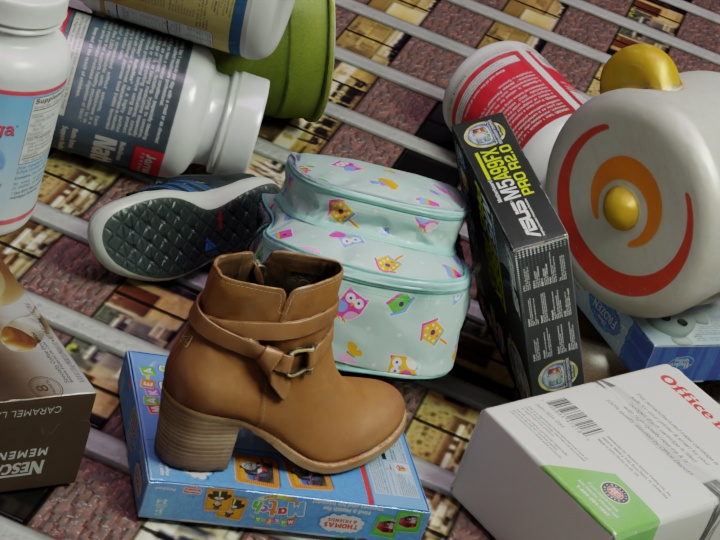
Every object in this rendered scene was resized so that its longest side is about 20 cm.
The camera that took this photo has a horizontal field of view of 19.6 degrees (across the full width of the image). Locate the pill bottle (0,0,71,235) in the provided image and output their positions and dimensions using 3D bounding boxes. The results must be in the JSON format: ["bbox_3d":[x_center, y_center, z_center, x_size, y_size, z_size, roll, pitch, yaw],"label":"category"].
[{"bbox_3d":[-0.283,-0.134,1.589,0.109,0.200,0.109,14,30,-8],"label":"pill bottle"}]

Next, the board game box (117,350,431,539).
[{"bbox_3d":[-0.063,0.123,1.454,0.200,0.037,0.151,9,31,-18],"label":"board game box"}]

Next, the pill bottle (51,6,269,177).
[{"bbox_3d":[-0.184,-0.143,1.744,0.200,0.120,0.120,15,30,-7],"label":"pill bottle"}]

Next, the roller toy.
[{"bbox_3d":[0.243,-0.061,1.637,0.140,0.200,0.182,-16,49,-41],"label":"roller toy"}]

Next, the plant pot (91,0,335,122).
[{"bbox_3d":[-0.139,-0.228,1.865,0.193,0.201,0.200,-4,35,-15],"label":"plant pot"}]

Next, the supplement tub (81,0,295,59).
[{"bbox_3d":[-0.150,-0.267,1.715,0.200,0.145,0.145,18,30,3],"label":"supplement tub"}]

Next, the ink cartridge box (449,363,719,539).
[{"bbox_3d":[0.190,0.154,1.500,0.200,0.084,0.145,-10,41,-40],"label":"ink cartridge box"}]

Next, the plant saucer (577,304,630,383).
[{"bbox_3d":[0.198,0.035,1.759,0.200,0.032,0.200,13,30,-8],"label":"plant saucer"}]

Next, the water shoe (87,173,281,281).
[{"bbox_3d":[-0.151,-0.037,1.659,0.079,0.072,0.200,15,17,41],"label":"water shoe"}]

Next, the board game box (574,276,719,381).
[{"bbox_3d":[0.274,0.019,1.752,0.200,0.043,0.199,1,35,-28],"label":"board game box"}]

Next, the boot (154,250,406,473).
[{"bbox_3d":[-0.038,0.053,1.389,0.200,0.155,0.077,2,33,-28],"label":"boot"}]

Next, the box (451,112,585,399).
[{"bbox_3d":[0.122,0.004,1.587,0.044,0.200,0.160,-16,42,-4],"label":"box"}]

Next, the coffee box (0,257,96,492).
[{"bbox_3d":[-0.274,0.058,1.396,0.114,0.080,0.200,-4,37,-35],"label":"coffee box"}]

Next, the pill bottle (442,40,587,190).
[{"bbox_3d":[0.168,-0.117,1.910,0.112,0.112,0.200,-1,35,-32],"label":"pill bottle"}]

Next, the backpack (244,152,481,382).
[{"bbox_3d":[0.000,0.000,1.551,0.176,0.153,0.200,14,21,-6],"label":"backpack"}]
